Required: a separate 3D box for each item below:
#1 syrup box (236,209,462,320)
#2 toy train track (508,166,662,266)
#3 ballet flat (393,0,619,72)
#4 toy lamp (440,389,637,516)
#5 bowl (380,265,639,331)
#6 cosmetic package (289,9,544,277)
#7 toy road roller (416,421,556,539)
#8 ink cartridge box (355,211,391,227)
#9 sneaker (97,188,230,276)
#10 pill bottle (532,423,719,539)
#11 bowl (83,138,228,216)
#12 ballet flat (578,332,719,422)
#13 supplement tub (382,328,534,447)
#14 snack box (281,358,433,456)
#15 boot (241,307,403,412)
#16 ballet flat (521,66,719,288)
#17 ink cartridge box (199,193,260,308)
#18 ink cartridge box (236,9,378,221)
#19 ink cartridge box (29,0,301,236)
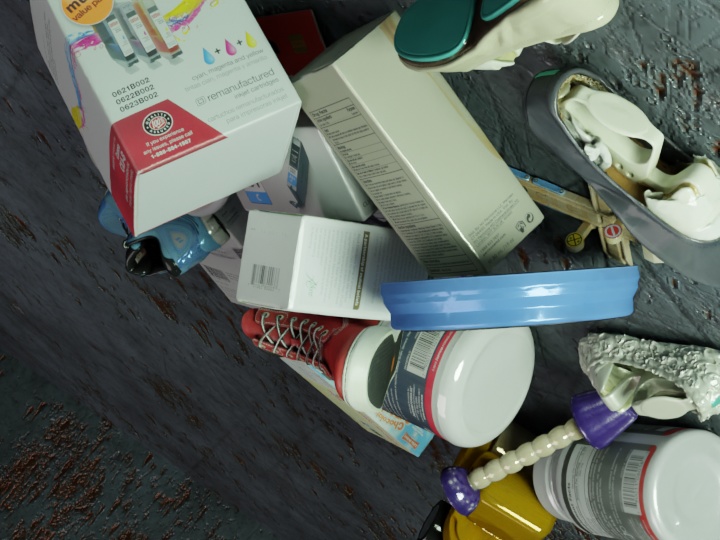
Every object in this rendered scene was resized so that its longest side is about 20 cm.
[{"bbox_3d":[0.000,0.000,1.125,0.199,0.082,0.079,8,-179,-40],"label":"syrup box"},{"bbox_3d":[0.152,-0.046,1.025,0.199,0.033,0.115,27,157,33],"label":"toy train track"},{"bbox_3d":[0.093,-0.159,0.846,0.069,0.070,0.200,45,159,-18],"label":"ballet flat"},{"bbox_3d":[0.170,0.169,1.244,0.058,0.200,0.058,45,-156,-27],"label":"toy lamp"},{"bbox_3d":[0.115,0.022,1.013,0.199,0.040,0.201,-4,179,0],"label":"bowl"},{"bbox_3d":[0.041,-0.093,1.019,0.200,0.071,0.105,53,160,-15],"label":"cosmetic package"},{"bbox_3d":[0.161,0.243,1.414,0.123,0.200,0.146,31,146,0],"label":"toy road roller"},{"bbox_3d":[-0.008,-0.085,1.215,0.100,0.039,0.200,48,159,-27],"label":"ink cartridge box"},{"bbox_3d":[-0.226,-0.042,1.367,0.200,0.090,0.079,15,147,50],"label":"sneaker"},{"bbox_3d":[0.261,0.204,1.260,0.114,0.114,0.200,45,160,-17],"label":"pill bottle"},{"bbox_3d":[-0.199,-0.140,1.210,0.201,0.090,0.202,27,125,48],"label":"bowl"},{"bbox_3d":[0.242,0.093,1.124,0.072,0.072,0.200,46,160,-20],"label":"ballet flat"},{"bbox_3d":[0.059,0.078,1.300,0.199,0.141,0.141,22,155,39],"label":"supplement tub"},{"bbox_3d":[-0.017,0.127,1.458,0.200,0.037,0.116,43,168,-28],"label":"snack box"},{"bbox_3d":[-0.042,0.068,1.137,0.143,0.073,0.200,11,-174,5],"label":"boot"},{"bbox_3d":[0.192,-0.064,0.867,0.200,0.073,0.073,42,160,-1],"label":"ballet flat"},{"bbox_3d":[-0.134,-0.047,1.448,0.146,0.084,0.200,14,147,49],"label":"ink cartridge box"},{"bbox_3d":[-0.075,-0.132,1.152,0.200,0.045,0.177,7,129,54],"label":"ink cartridge box"},{"bbox_3d":[-0.162,-0.163,1.061,0.201,0.145,0.145,60,163,12],"label":"ink cartridge box"}]
